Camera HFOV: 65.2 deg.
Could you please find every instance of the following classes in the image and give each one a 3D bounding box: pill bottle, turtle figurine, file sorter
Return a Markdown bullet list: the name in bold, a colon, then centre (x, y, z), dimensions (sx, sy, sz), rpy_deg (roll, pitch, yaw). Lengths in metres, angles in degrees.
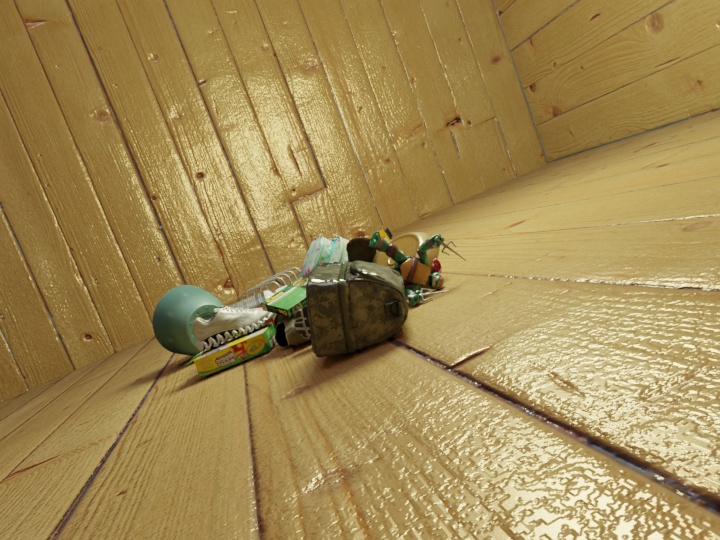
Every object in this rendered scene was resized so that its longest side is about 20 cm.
- **pill bottle**: centre (-0.257, 0.120, 1.417), dimensions (0.197, 0.116, 0.114), rpy_deg (-23, 6, -6)
- **turtle figurine**: centre (0.105, 0.001, 1.124), dimensions (0.196, 0.152, 0.101), rpy_deg (17, -22, -10)
- **file sorter**: centre (-0.240, 0.084, 1.626), dimensions (0.137, 0.127, 0.200), rpy_deg (-21, 6, 16)

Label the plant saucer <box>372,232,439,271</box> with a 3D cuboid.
- **plant saucer**: centre (0.086, -0.017, 1.259), dimensions (0.199, 0.035, 0.202), rpy_deg (-34, 31, 23)

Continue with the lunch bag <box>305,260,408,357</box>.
- **lunch bag**: centre (-0.001, 0.055, 0.977), dimensions (0.164, 0.142, 0.200), rpy_deg (-5, 7, 2)

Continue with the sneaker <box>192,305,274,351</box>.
- **sneaker**: centre (-0.291, 0.115, 1.298), dimensions (0.197, 0.082, 0.075), rpy_deg (-22, 4, -11)

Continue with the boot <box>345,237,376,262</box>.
- **boot**: centre (0.000, 0.000, 1.317), dimensions (0.073, 0.099, 0.201), rpy_deg (1, -23, -1)

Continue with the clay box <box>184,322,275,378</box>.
- **clay box**: centre (-0.294, 0.186, 1.293), dimensions (0.197, 0.048, 0.115), rpy_deg (-23, 6, 4)

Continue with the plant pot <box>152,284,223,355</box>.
- **plant pot**: centre (-0.467, 0.151, 1.606), dimensions (0.199, 0.204, 0.159), rpy_deg (-26, 20, -36)

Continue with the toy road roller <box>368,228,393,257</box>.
- **toy road roller**: centre (0.044, -0.025, 1.592), dimensions (0.145, 0.124, 0.200), rpy_deg (-34, 0, 12)

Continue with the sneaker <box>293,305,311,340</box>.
- **sneaker**: centre (-0.034, 0.090, 1.116), dimensions (0.196, 0.079, 0.080), rpy_deg (-13, -3, 0)

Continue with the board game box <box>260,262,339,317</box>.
- **board game box**: centre (-0.115, 0.039, 1.247), dimensions (0.104, 0.024, 0.199), rpy_deg (10, 35, 46)

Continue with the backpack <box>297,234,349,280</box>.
- **backpack**: centre (-0.077, -0.006, 1.545), dimensions (0.149, 0.181, 0.199), rpy_deg (25, -10, -24)

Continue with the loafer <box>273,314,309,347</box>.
- **loafer**: centre (-0.158, 0.122, 1.214), dimensions (0.069, 0.077, 0.199), rpy_deg (-20, 4, -22)

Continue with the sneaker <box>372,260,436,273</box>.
- **sneaker**: centre (0.117, -0.007, 1.359), dimensions (0.089, 0.080, 0.198), rpy_deg (0, 0, -43)
